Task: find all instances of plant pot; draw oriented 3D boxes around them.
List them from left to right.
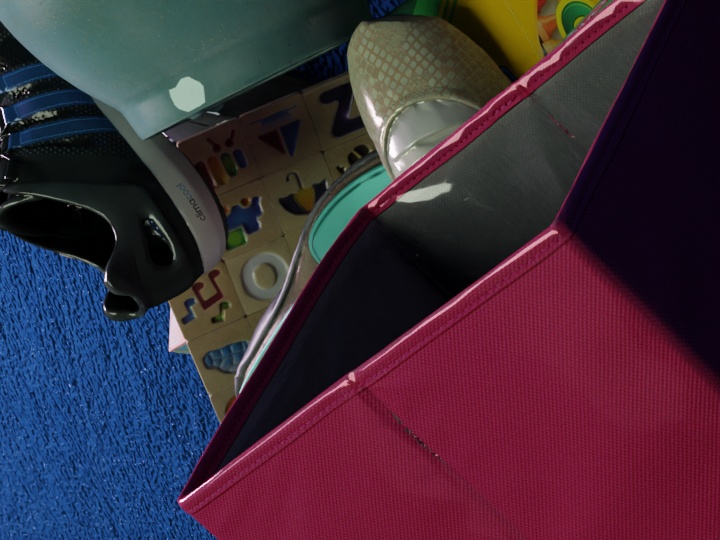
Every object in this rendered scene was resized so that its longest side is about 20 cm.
[{"bbox_3d":[-0.074,-0.141,0.911,0.200,0.200,0.134,-16,101,60],"label":"plant pot"}]

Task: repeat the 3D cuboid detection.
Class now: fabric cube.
[{"bbox_3d":[0.096,0.047,0.712,0.199,0.196,0.200,44,129,-11],"label":"fabric cube"}]

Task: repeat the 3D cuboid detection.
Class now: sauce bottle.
[{"bbox_3d":[-0.107,-0.021,1.124,0.066,0.066,0.200,61,166,-13],"label":"sauce bottle"}]

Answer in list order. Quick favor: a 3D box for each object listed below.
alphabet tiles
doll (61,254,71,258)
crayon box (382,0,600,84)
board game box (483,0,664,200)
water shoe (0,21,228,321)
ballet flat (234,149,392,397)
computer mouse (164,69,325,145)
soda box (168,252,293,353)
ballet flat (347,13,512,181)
[{"bbox_3d":[-0.013,0.003,1.040,0.006,0.166,0.200,-125,12,-65],"label":"alphabet tiles"},{"bbox_3d":[-0.179,-0.098,1.066,0.136,0.048,0.200,-4,111,46],"label":"doll"},{"bbox_3d":[0.106,-0.057,0.895,0.200,0.058,0.172,56,151,-4],"label":"crayon box"},{"bbox_3d":[0.163,-0.034,0.768,0.200,0.029,0.135,40,131,-6],"label":"board game box"},{"bbox_3d":[-0.152,-0.060,0.967,0.200,0.079,0.072,40,152,18],"label":"water shoe"},{"bbox_3d":[0.000,0.000,0.978,0.073,0.073,0.200,45,127,15],"label":"ballet flat"},{"bbox_3d":[-0.076,-0.067,1.131,0.200,0.046,0.140,8,160,30],"label":"computer mouse"},{"bbox_3d":[-0.050,-0.001,1.143,0.200,0.063,0.069,149,125,-64],"label":"soda box"},{"bbox_3d":[0.059,-0.022,0.869,0.067,0.062,0.200,-29,105,17],"label":"ballet flat"}]
